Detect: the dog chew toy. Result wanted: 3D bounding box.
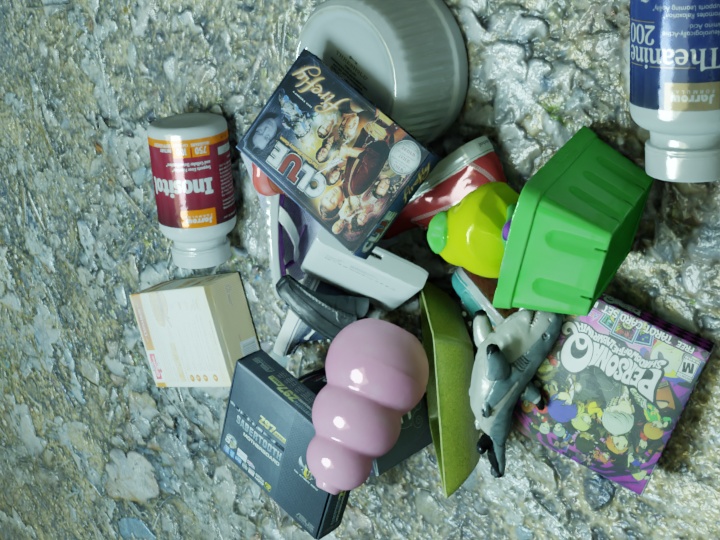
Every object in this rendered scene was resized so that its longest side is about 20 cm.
[{"bbox_3d":[0.000,0.160,1.258,0.124,0.124,0.202,14,74,40],"label":"dog chew toy"}]

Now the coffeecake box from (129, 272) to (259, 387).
[{"bbox_3d":[-0.251,0.093,1.658,0.199,0.073,0.156,-6,103,45],"label":"coffeecake box"}]

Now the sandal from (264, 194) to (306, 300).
[{"bbox_3d":[-0.094,-0.057,1.384,0.049,0.083,0.205,-2,110,0],"label":"sandal"}]

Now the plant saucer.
[{"bbox_3d":[0.105,0.131,1.280,0.047,0.200,0.203,-5,108,0],"label":"plant saucer"}]

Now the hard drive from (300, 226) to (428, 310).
[{"bbox_3d":[0.000,0.000,1.290,0.131,0.027,0.200,25,168,-3],"label":"hard drive"}]

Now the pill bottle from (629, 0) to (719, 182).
[{"bbox_3d":[0.297,-0.187,0.975,0.110,0.110,0.203,12,115,41],"label":"pill bottle"}]

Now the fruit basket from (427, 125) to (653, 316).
[{"bbox_3d":[0.168,-0.052,1.093,0.215,0.214,0.157,32,127,31],"label":"fruit basket"}]

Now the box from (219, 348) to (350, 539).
[{"bbox_3d":[-0.092,0.221,1.393,0.199,0.051,0.159,36,128,28],"label":"box"}]

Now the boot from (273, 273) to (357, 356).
[{"bbox_3d":[-0.056,0.077,1.465,0.090,0.073,0.200,26,151,-1],"label":"boot"}]

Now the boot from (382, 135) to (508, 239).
[{"bbox_3d":[0.104,-0.045,1.257,0.199,0.072,0.145,-31,86,43],"label":"boot"}]

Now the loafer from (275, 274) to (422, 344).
[{"bbox_3d":[-0.014,0.060,1.352,0.199,0.068,0.071,34,96,-7],"label":"loafer"}]

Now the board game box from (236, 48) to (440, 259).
[{"bbox_3d":[-0.028,-0.127,1.178,0.200,0.035,0.136,42,102,24],"label":"board game box"}]

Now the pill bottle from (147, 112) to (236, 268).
[{"bbox_3d":[-0.232,-0.111,1.526,0.112,0.112,0.203,13,116,40],"label":"pill bottle"}]

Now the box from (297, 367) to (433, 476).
[{"bbox_3d":[-0.020,0.196,1.439,0.199,0.122,0.107,-6,102,45],"label":"box"}]

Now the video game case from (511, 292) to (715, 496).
[{"bbox_3d":[0.245,0.115,1.154,0.198,0.036,0.183,27,115,17],"label":"video game case"}]

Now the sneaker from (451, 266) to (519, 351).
[{"bbox_3d":[0.160,0.086,1.242,0.080,0.071,0.201,-45,75,27],"label":"sneaker"}]

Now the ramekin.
[{"bbox_3d":[0.015,-0.228,1.240,0.199,0.104,0.203,19,120,38],"label":"ramekin"}]

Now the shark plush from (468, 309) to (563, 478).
[{"bbox_3d":[0.160,0.134,1.145,0.091,0.082,0.203,-113,26,-77],"label":"shark plush"}]

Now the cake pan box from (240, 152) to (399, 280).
[{"bbox_3d":[-0.057,-0.101,1.404,0.183,0.052,0.202,-22,91,45],"label":"cake pan box"}]

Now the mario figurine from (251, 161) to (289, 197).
[{"bbox_3d":[-0.044,-0.118,1.273,0.199,0.105,0.125,34,122,34],"label":"mario figurine"}]
